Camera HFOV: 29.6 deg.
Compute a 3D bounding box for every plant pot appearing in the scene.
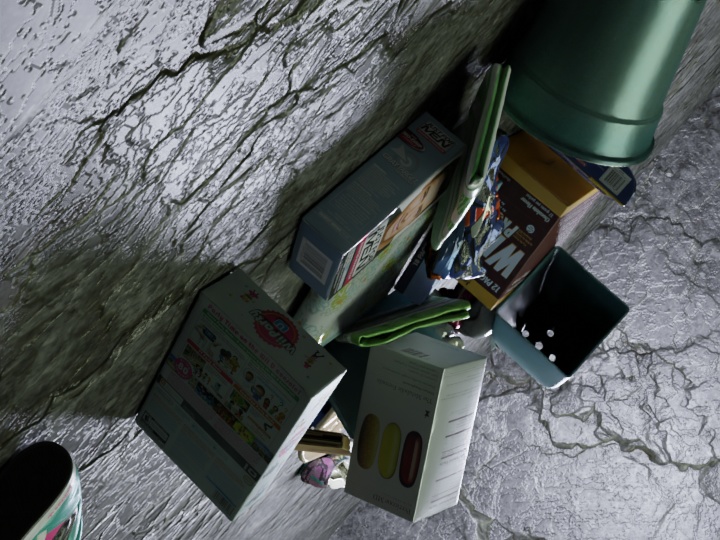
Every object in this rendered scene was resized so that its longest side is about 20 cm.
[{"bbox_3d":[0.284,0.088,2.031,0.141,0.141,0.200,-45,169,-15],"label":"plant pot"},{"bbox_3d":[0.034,0.147,1.862,0.160,0.201,0.201,-28,165,-8],"label":"plant pot"},{"bbox_3d":[0.268,-0.252,1.479,0.200,0.200,0.197,-33,152,-51],"label":"plant pot"}]

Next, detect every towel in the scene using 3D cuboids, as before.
[{"bbox_3d":[0.115,-0.122,1.483,0.200,0.023,0.153,122,-18,-72],"label":"towel"},{"bbox_3d":[0.000,0.000,1.617,0.200,0.048,0.172,-36,160,-48],"label":"towel"},{"bbox_3d":[0.047,0.067,1.674,0.148,0.031,0.200,-18,-176,-9],"label":"towel"}]

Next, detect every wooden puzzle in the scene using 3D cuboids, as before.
[{"bbox_3d":[-0.026,0.206,2.181,0.200,0.046,0.185,-55,168,9],"label":"wooden puzzle"}]

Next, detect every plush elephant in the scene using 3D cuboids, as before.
[{"bbox_3d":[0.148,0.057,2.128,0.154,0.165,0.201,-13,126,-2],"label":"plush elephant"}]

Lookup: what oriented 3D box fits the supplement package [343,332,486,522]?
[{"bbox_3d":[0.068,0.194,1.705,0.109,0.113,0.201,-7,111,-55],"label":"supplement package"}]

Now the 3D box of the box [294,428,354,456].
[{"bbox_3d":[-0.089,0.213,1.732,0.200,0.162,0.021,59,37,-78],"label":"box"}]

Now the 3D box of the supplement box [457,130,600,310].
[{"bbox_3d":[0.228,-0.084,1.952,0.197,0.133,0.200,-31,159,-56],"label":"supplement box"}]

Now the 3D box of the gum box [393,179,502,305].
[{"bbox_3d":[0.116,-0.049,1.762,0.170,0.044,0.200,-58,175,10],"label":"gum box"}]

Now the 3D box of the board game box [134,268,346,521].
[{"bbox_3d":[-0.120,0.122,1.316,0.064,0.147,0.200,-33,161,-49],"label":"board game box"}]

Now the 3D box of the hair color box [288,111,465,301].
[{"bbox_3d":[0.018,-0.068,1.426,0.200,0.061,0.099,-43,167,-29],"label":"hair color box"}]

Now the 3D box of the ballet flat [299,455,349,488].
[{"bbox_3d":[-0.052,0.373,2.535,0.069,0.071,0.200,-52,168,12],"label":"ballet flat"}]

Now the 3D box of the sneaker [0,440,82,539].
[{"bbox_3d":[-0.315,0.246,1.186,0.200,0.083,0.121,-46,159,-17],"label":"sneaker"}]

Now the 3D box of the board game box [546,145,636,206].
[{"bbox_3d":[0.282,-0.177,1.812,0.062,0.200,0.200,-49,-178,8],"label":"board game box"}]

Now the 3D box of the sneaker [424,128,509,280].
[{"bbox_3d":[0.138,-0.077,1.618,0.075,0.078,0.201,-104,-151,-60],"label":"sneaker"}]
